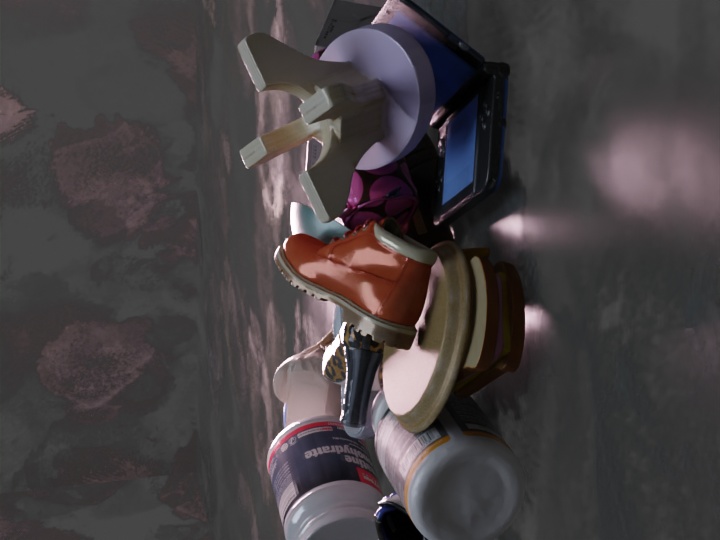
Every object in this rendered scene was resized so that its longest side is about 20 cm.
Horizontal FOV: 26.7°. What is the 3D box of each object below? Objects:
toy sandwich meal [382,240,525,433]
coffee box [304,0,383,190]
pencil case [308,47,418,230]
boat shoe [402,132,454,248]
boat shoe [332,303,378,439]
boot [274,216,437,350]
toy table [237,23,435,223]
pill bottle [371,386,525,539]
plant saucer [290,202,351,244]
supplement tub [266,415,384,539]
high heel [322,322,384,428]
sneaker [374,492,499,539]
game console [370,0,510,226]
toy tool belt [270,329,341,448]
[{"bbox_3d":[0.085,0.062,1.435,0.205,0.070,0.205,-168,90,-73],"label":"toy sandwich meal"},{"bbox_3d":[-0.012,-0.196,1.766,0.114,0.080,0.200,-72,-10,-50],"label":"coffee box"},{"bbox_3d":[-0.007,-0.137,1.565,0.091,0.094,0.200,-53,49,49],"label":"pencil case"},{"bbox_3d":[0.058,-0.062,1.620,0.076,0.072,0.200,79,-179,-65],"label":"boat shoe"},{"bbox_3d":[0.013,0.095,1.765,0.074,0.067,0.200,0,87,52],"label":"boat shoe"},{"bbox_3d":[-0.002,-0.011,1.462,0.200,0.075,0.107,30,105,44],"label":"boot"},{"bbox_3d":[-0.028,-0.144,1.407,0.184,0.117,0.200,59,148,12],"label":"toy table"},{"bbox_3d":[0.079,0.179,1.493,0.200,0.116,0.116,-125,33,-67],"label":"pill bottle"},{"bbox_3d":[0.000,0.000,1.599,0.036,0.200,0.200,-56,10,-7],"label":"plant saucer"},{"bbox_3d":[-0.041,0.302,2.010,0.200,0.140,0.140,-112,21,-52],"label":"supplement tub"},{"bbox_3d":[0.003,0.064,1.628,0.200,0.071,0.143,-97,15,-70],"label":"high heel"},{"bbox_3d":[0.063,0.242,1.582,0.199,0.115,0.081,-123,32,-65],"label":"sneaker"},{"bbox_3d":[0.058,-0.146,1.445,0.200,0.118,0.171,140,136,-75],"label":"game console"},{"bbox_3d":[-0.059,0.194,2.166,0.123,0.125,0.200,-48,-34,-63],"label":"toy tool belt"}]
